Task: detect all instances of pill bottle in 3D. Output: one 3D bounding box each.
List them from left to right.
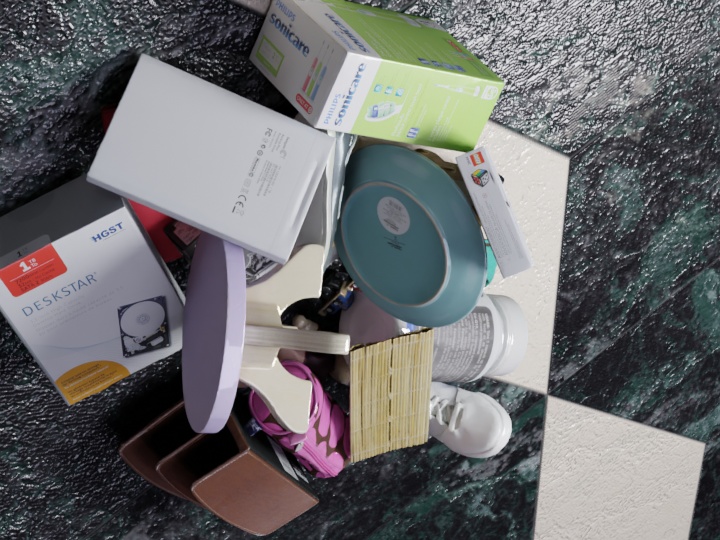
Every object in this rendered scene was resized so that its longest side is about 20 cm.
[{"bbox_3d":[0.086,0.070,1.851,0.200,0.114,0.114,5,120,-36],"label":"pill bottle"}]

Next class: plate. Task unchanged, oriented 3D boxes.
[{"bbox_3d":[0.039,-0.029,1.637,0.026,0.200,0.200,-32,140,-42],"label":"plate"}]

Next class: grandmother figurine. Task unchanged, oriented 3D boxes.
[{"bbox_3d":[-0.073,0.106,1.838,0.200,0.061,0.121,2,134,-33],"label":"grandmother figurine"}]

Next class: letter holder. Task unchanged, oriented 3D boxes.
[{"bbox_3d":[-0.159,0.228,1.809,0.142,0.101,0.200,-34,148,4],"label":"letter holder"}]

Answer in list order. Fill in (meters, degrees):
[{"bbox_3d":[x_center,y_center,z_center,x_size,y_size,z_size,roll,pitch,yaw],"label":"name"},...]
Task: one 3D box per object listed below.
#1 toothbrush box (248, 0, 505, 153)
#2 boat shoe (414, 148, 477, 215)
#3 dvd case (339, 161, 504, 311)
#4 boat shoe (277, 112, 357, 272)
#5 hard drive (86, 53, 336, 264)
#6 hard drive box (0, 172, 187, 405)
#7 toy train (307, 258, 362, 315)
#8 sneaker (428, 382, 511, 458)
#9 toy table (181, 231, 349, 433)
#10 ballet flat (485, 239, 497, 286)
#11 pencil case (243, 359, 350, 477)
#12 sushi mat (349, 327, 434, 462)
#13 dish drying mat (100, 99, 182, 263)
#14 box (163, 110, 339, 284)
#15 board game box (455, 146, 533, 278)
[{"bbox_3d":[0.016,-0.196,1.601,0.200,0.146,0.086,7,119,-39],"label":"toothbrush box"},{"bbox_3d":[0.063,-0.094,1.745,0.074,0.069,0.200,-26,154,34],"label":"boat shoe"},{"bbox_3d":[0.067,-0.033,1.854,0.143,0.018,0.200,8,117,-39],"label":"dvd case"},{"bbox_3d":[-0.038,-0.072,1.637,0.062,0.073,0.200,-21,128,-45],"label":"boat shoe"},{"bbox_3d":[-0.138,-0.104,1.531,0.200,0.027,0.132,23,73,-7],"label":"hard drive"},{"bbox_3d":[-0.269,0.017,1.605,0.156,0.077,0.200,-28,134,-2],"label":"hard drive box"},{"bbox_3d":[0.000,0.000,1.755,0.046,0.034,0.200,27,146,-16],"label":"toy train"},{"bbox_3d":[0.079,0.155,1.874,0.088,0.200,0.075,22,92,-49],"label":"sneaker"},{"bbox_3d":[-0.098,0.059,1.580,0.117,0.184,0.200,5,101,-24],"label":"toy table"},{"bbox_3d":[0.089,-0.011,1.782,0.200,0.067,0.071,11,83,-53],"label":"ballet flat"},{"bbox_3d":[-0.060,0.171,1.803,0.091,0.094,0.200,-33,156,3],"label":"pencil case"},{"bbox_3d":[0.033,0.137,1.787,0.096,0.012,0.200,-12,138,-12],"label":"sushi mat"},{"bbox_3d":[-0.208,-0.089,1.621,0.077,0.018,0.200,-21,132,-19],"label":"dish drying mat"},{"bbox_3d":[-0.086,-0.051,1.699,0.200,0.048,0.158,-42,136,-8],"label":"box"},{"bbox_3d":[0.137,-0.057,1.650,0.035,0.126,0.200,-22,179,5],"label":"board game box"}]
